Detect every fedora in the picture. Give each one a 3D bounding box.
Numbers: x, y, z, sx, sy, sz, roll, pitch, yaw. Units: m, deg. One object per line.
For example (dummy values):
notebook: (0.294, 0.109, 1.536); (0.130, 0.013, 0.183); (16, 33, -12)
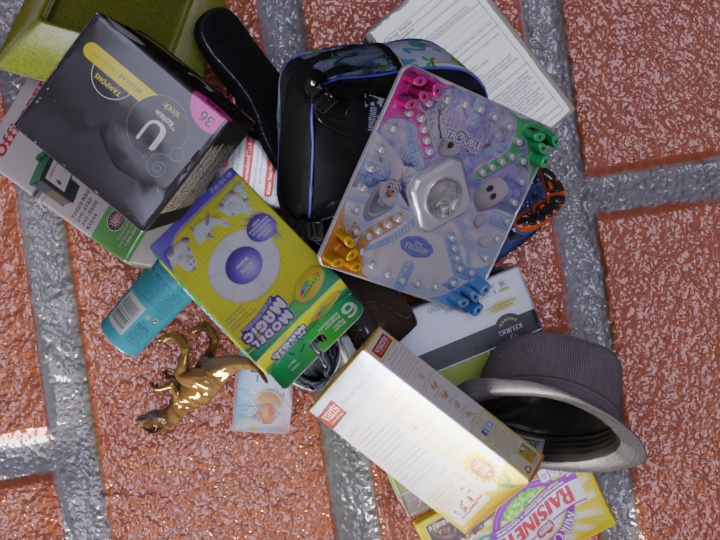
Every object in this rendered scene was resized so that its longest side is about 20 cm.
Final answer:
fedora: (0.184, 0.118, 1.504); (0.176, 0.199, 0.091); (36, 59, -29)

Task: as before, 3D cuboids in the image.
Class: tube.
tube: (-0.187, 0.002, 1.637); (0.077, 0.050, 0.200); (44, 103, 0)

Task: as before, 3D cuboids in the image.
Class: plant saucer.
plant saucer: (-0.244, -0.257, 1.600); (0.197, 0.048, 0.201); (15, 46, -4)

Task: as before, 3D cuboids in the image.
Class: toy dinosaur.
toy dinosaur: (-0.158, 0.106, 1.640); (0.199, 0.060, 0.107); (-34, 71, 37)

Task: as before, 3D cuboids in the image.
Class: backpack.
backpack: (0.017, -0.136, 1.532); (0.198, 0.147, 0.185); (-11, 121, -22)

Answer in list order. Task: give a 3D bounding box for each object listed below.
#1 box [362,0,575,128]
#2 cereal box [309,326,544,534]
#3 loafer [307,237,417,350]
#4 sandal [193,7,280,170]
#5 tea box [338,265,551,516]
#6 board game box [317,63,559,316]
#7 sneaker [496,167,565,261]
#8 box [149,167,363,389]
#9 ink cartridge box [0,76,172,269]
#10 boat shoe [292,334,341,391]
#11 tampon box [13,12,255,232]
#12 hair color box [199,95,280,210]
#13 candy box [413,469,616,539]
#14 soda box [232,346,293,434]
box: (0.109, -0.202, 1.657); (0.127, 0.109, 0.201); (-38, 92, -2)
cereal box: (0.060, 0.154, 1.507); (0.199, 0.144, 0.040); (39, 53, -1)
loafer: (0.000, 0.000, 1.581); (0.070, 0.073, 0.201); (-16, 59, -14)
sandal: (-0.105, -0.173, 1.604); (0.075, 0.045, 0.201); (-41, 102, -39)
tea box: (0.099, 0.122, 1.642); (0.198, 0.134, 0.199); (-21, 90, -4)
board game box: (0.079, -0.069, 1.494); (0.199, 0.026, 0.202); (18, 101, -36)
sneaker: (0.127, -0.031, 1.656); (0.199, 0.079, 0.076); (-27, 73, -18)
box: (-0.099, 0.009, 1.526); (0.117, 0.048, 0.200); (-44, 67, -4)
ink cartridge box: (-0.264, -0.118, 1.608); (0.199, 0.084, 0.147); (33, 95, 14)
boat shoe: (-0.097, 0.036, 1.574); (0.200, 0.091, 0.071); (43, 97, -3)
tampon box: (-0.199, -0.133, 1.441); (0.149, 0.200, 0.127); (38, 95, -1)
hair color box: (-0.083, -0.119, 1.666); (0.197, 0.064, 0.112); (7, 90, -5)
candy box: (0.166, 0.270, 1.700); (0.198, 0.026, 0.103); (-27, 95, -4)
soda box: (-0.097, 0.067, 1.660); (0.063, 0.068, 0.203); (5, 89, -4)
